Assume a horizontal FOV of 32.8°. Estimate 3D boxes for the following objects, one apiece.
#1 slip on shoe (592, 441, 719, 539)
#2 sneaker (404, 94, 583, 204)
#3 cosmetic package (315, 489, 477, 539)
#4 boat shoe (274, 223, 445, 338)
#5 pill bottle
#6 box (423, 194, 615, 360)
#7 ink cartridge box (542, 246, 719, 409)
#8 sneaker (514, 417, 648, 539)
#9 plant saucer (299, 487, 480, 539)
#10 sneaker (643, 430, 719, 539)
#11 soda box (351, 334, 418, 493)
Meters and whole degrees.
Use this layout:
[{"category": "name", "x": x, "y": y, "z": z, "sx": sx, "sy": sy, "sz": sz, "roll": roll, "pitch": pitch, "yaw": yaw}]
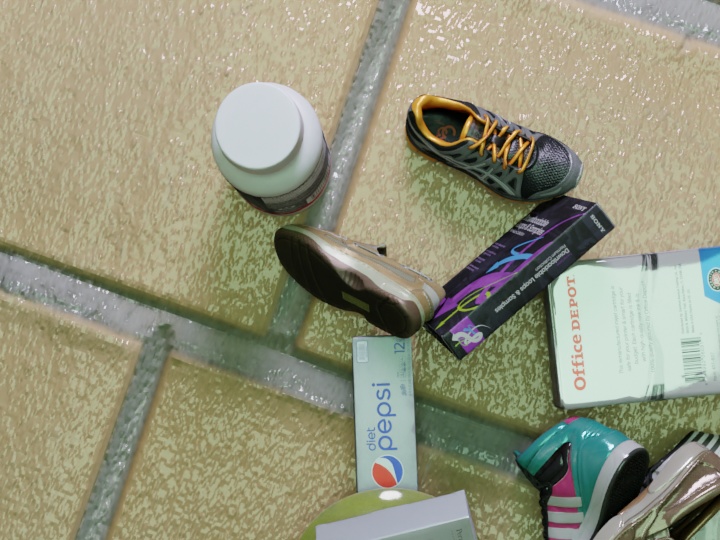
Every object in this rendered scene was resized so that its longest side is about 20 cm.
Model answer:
[{"category": "slip on shoe", "x": 0.283, "y": 0.257, "z": 1.175, "sx": 0.200, "sy": 0.076, "sz": 0.060, "roll": -45, "pitch": 49, "yaw": -7}, {"category": "sneaker", "x": 0.132, "y": -0.127, "z": 1.258, "sx": 0.198, "sy": 0.077, "sz": 0.079, "roll": 18, "pitch": 80, "yaw": 14}, {"category": "cosmetic package", "x": 0.053, "y": 0.323, "z": 1.177, "sx": 0.149, "sy": 0.052, "sz": 0.202, "roll": -15, "pitch": 112, "yaw": 3}, {"category": "boat shoe", "x": 0.000, "y": 0.000, "z": 1.260, "sx": 0.199, "sy": 0.072, "sz": 0.076, "roll": 32, "pitch": 52, "yaw": 28}, {"category": "pill bottle", "x": -0.089, "y": -0.123, "z": 1.219, "sx": 0.109, "sy": 0.200, "sz": 0.113, "roll": 0, "pitch": 84, "yaw": 3}, {"category": "box", "x": 0.149, "y": 0.000, "z": 1.228, "sx": 0.199, "sy": 0.143, "sz": 0.036, "roll": -39, "pitch": 102, "yaw": -2}, {"category": "ink cartridge box", "x": 0.290, "y": 0.059, "z": 1.246, "sx": 0.197, "sy": 0.084, "sz": 0.148, "roll": -5, "pitch": 85, "yaw": 2}, {"category": "sneaker", "x": 0.201, "y": 0.230, "z": 1.233, "sx": 0.121, "sy": 0.083, "sz": 0.202, "roll": 39, "pitch": 120, "yaw": 40}, {"category": "plant saucer", "x": 0.029, "y": 0.311, "z": 1.215, "sx": 0.197, "sy": 0.031, "sz": 0.203, "roll": -1, "pitch": 113, "yaw": -1}, {"category": "sneaker", "x": 0.333, "y": 0.261, "z": 1.242, "sx": 0.114, "sy": 0.076, "sz": 0.203, "roll": 16, "pitch": 78, "yaw": 12}, {"category": "soda box", "x": 0.025, "y": 0.168, "z": 1.254, "sx": 0.062, "sy": 0.068, "sz": 0.203, "roll": -2, "pitch": 85, "yaw": -1}]
